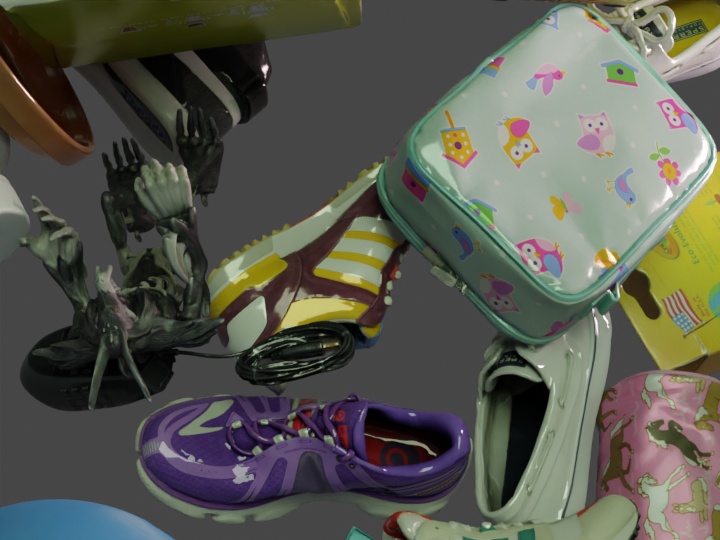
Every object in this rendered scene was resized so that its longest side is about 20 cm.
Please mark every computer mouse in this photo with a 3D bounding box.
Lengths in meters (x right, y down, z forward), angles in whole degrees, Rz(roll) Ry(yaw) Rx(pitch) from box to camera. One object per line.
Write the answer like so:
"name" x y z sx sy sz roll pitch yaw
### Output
"computer mouse" -0.101 0.057 1.240 0.199 0.034 0.059 -2 37 9

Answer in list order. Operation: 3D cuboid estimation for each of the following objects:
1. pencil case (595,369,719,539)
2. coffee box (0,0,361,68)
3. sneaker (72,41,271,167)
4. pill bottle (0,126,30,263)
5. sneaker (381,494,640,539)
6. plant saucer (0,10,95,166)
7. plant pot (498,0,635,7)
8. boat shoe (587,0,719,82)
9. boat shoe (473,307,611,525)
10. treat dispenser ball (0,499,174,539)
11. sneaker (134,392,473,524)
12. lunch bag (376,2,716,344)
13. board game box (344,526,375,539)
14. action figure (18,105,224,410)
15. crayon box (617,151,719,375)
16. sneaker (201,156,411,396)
"pencil case" 0.187 0.156 1.258 0.086 0.083 0.201 21 54 -37
"coffee box" -0.108 -0.237 1.214 0.199 0.200 0.199 -8 86 -1
"sneaker" -0.137 -0.167 1.363 0.112 0.073 0.200 -34 83 -30
"pill bottle" -0.276 -0.091 1.260 0.111 0.111 0.200 -23 70 -23
"sneaker" 0.065 0.160 1.179 0.199 0.070 0.094 -31 79 -23
"plant saucer" -0.227 -0.146 1.264 0.032 0.200 0.201 -33 72 3
"plant pot" 0.086 -0.265 1.335 0.199 0.199 0.182 2 96 -39
"boat shoe" 0.181 -0.150 1.406 0.201 0.086 0.075 -21 69 -23
"boat shoe" 0.105 0.067 1.279 0.065 0.073 0.201 35 48 -43
"treat dispenser ball" -0.156 0.217 1.075 0.200 0.201 0.202 6 62 -10
"sneaker" -0.031 0.096 1.236 0.199 0.084 0.081 0 62 -12
"lunch bag" 0.115 -0.055 1.284 0.160 0.077 0.200 47 56 2
"board game box" 0.042 0.261 1.187 0.200 0.047 0.151 31 59 3
"action figure" -0.136 -0.013 1.227 0.118 0.102 0.200 -15 35 16
"crayon box" 0.237 -0.010 1.375 0.199 0.051 0.127 -20 69 -23
"sneaker" 0.000 0.000 1.305 0.200 0.075 0.090 -33 77 -18
